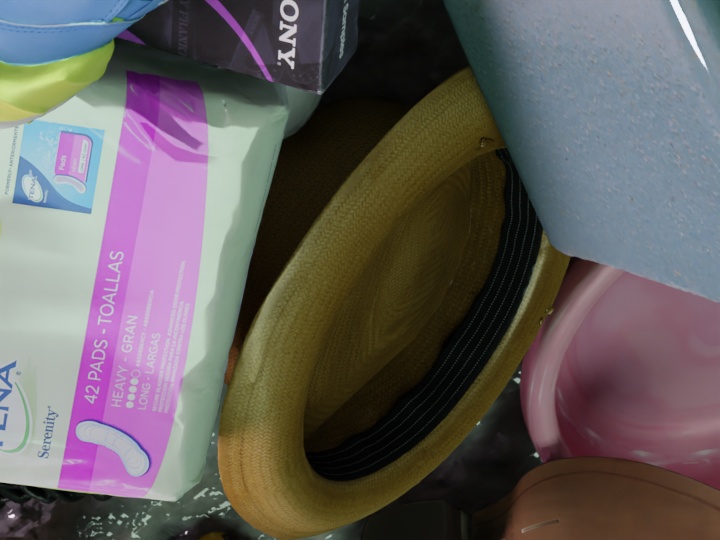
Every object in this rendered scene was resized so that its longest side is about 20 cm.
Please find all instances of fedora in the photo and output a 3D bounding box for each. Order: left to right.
[{"bbox_3d":[0.000,0.000,0.822,0.201,0.082,0.201,-35,142,-33],"label":"fedora"}]

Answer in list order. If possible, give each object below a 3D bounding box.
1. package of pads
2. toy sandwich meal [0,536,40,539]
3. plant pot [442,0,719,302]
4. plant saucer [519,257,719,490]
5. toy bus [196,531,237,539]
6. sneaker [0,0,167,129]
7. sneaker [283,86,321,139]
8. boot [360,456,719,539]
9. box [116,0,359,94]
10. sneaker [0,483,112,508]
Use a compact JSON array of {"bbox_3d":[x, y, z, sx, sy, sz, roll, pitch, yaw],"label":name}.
[{"bbox_3d":[-0.135,-0.009,0.713,0.200,0.068,0.155,9,117,-11],"label":"package of pads"},{"bbox_3d":[-0.165,0.146,0.857,0.205,0.205,0.070,11,90,-27],"label":"toy sandwich meal"},{"bbox_3d":[0.125,-0.129,0.683,0.196,0.196,0.200,-37,109,-12],"label":"plant pot"},{"bbox_3d":[0.160,0.022,0.942,0.200,0.051,0.201,-10,133,-12],"label":"plant saucer"},{"bbox_3d":[-0.112,0.204,0.987,0.200,0.078,0.065,-38,132,15],"label":"toy bus"},{"bbox_3d":[-0.116,-0.139,0.598,0.105,0.076,0.200,-24,114,25],"label":"sneaker"},{"bbox_3d":[-0.032,-0.112,0.721,0.078,0.099,0.200,-10,133,-13],"label":"sneaker"},{"bbox_3d":[0.092,0.137,0.968,0.200,0.070,0.146,2,156,19],"label":"boot"},{"bbox_3d":[-0.092,-0.141,0.648,0.200,0.036,0.143,15,131,12],"label":"box"},{"bbox_3d":[-0.134,0.057,0.837,0.200,0.098,0.071,-41,132,21],"label":"sneaker"}]
